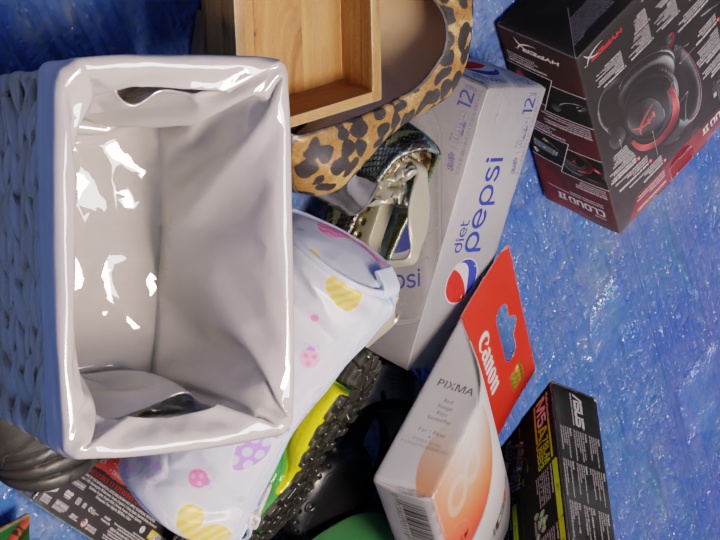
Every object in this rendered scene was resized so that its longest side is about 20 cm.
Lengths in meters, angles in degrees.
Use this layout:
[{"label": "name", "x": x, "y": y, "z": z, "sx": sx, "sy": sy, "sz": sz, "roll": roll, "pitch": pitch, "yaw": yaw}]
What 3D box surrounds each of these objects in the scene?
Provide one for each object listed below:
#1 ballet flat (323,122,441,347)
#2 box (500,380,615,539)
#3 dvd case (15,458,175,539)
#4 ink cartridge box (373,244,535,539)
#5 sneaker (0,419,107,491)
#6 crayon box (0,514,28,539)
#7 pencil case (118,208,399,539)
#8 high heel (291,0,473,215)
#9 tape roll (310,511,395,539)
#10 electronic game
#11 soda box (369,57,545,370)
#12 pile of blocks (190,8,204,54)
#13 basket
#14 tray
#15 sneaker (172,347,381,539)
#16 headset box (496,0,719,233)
[{"label": "ballet flat", "x": 0.000, "y": 0.000, "z": 1.384, "sx": 0.074, "sy": 0.074, "sz": 0.200, "roll": 15, "pitch": 92, "yaw": -54}, {"label": "box", "x": 0.108, "y": 0.211, "z": 1.538, "sx": 0.047, "sy": 0.200, "sz": 0.193, "roll": 25, "pitch": 123, "yaw": -18}, {"label": "dvd case", "x": -0.114, "y": 0.081, "z": 1.359, "sx": 0.200, "sy": 0.022, "sz": 0.146, "roll": -56, "pitch": 144, "yaw": -7}, {"label": "ink cartridge box", "x": 0.084, "y": 0.109, "z": 1.474, "sx": 0.200, "sy": 0.050, "sz": 0.162, "roll": -57, "pitch": 152, "yaw": -26}, {"label": "sneaker", "x": -0.148, "y": 0.051, "z": 1.264, "sx": 0.200, "sy": 0.071, "sz": 0.099, "roll": -34, "pitch": 140, "yaw": -28}, {"label": "crayon box", "x": -0.227, "y": 0.258, "z": 1.298, "sx": 0.127, "sy": 0.051, "sz": 0.200, "roll": -28, "pitch": 132, "yaw": -37}, {"label": "pencil case", "x": -0.059, "y": 0.063, "z": 1.266, "sx": 0.083, "sy": 0.091, "sz": 0.200, "roll": 8, "pitch": 119, "yaw": -55}, {"label": "high heel", "x": 0.011, "y": -0.132, "z": 1.296, "sx": 0.200, "sy": 0.071, "sz": 0.143, "roll": -67, "pitch": 162, "yaw": -2}, {"label": "tape roll", "x": -0.027, "y": 0.262, "z": 1.518, "sx": 0.200, "sy": 0.048, "sz": 0.201, "roll": -40, "pitch": 150, "yaw": -28}, {"label": "electronic game", "x": -0.026, "y": 0.147, "z": 1.492, "sx": 0.200, "sy": 0.042, "sz": 0.200, "roll": -35, "pitch": 144, "yaw": -30}, {"label": "soda box", "x": 0.053, "y": -0.038, "z": 1.450, "sx": 0.068, "sy": 0.063, "sz": 0.200, "roll": -7, "pitch": 118, "yaw": -51}, {"label": "pile of blocks", "x": -0.029, "y": -0.184, "z": 1.255, "sx": 0.082, "sy": 0.062, "sz": 0.200, "roll": 22, "pitch": 95, "yaw": -54}, {"label": "basket", "x": -0.121, "y": -0.012, "z": 1.143, "sx": 0.135, "sy": 0.123, "sz": 0.200, "roll": -4, "pitch": 97, "yaw": -32}, {"label": "tray", "x": -0.039, "y": -0.178, "z": 1.176, "sx": 0.099, "sy": 0.037, "sz": 0.200, "roll": -20, "pitch": 120, "yaw": -34}, {"label": "sneaker", "x": -0.067, "y": 0.109, "z": 1.364, "sx": 0.200, "sy": 0.085, "sz": 0.078, "roll": -58, "pitch": 165, "yaw": 20}, {"label": "headset box", "x": 0.187, "y": -0.136, "z": 1.541, "sx": 0.149, "sy": 0.075, "sz": 0.200, "roll": -46, "pitch": 141, "yaw": -21}]
